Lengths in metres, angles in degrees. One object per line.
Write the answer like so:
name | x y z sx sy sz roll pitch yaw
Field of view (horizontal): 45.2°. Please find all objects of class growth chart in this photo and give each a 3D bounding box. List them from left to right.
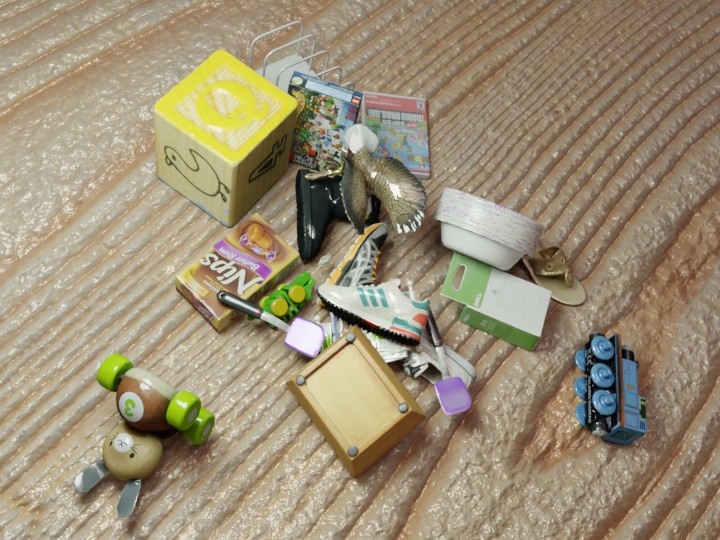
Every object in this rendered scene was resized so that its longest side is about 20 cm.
growth chart | 0.014 0.103 1.499 0.197 0.018 0.147 -18 75 4

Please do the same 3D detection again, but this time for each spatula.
spatula | -0.154 0.082 1.463 0.198 0.021 0.057 27 73 0
spatula | 0.138 0.146 1.477 0.056 0.021 0.203 -11 73 -17

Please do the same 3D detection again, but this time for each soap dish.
soap dish | -0.010 0.209 1.422 0.157 0.081 0.201 -38 72 -5

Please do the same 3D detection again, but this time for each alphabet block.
alphabet block | -0.248 -0.241 1.590 0.194 0.201 0.197 33 59 9

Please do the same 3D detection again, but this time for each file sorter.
file sorter | -0.122 -0.383 1.743 0.138 0.125 0.201 -29 69 -25

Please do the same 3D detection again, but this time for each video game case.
video game case | 0.070 -0.281 1.784 0.140 0.018 0.203 5 60 -9

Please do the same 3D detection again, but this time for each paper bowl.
paper bowl | 0.230 -0.070 1.601 0.198 0.201 0.106 22 92 2

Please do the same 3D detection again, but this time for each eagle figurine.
eagle figurine | 0.015 -0.150 1.551 0.152 0.151 0.200 -43 37 -1

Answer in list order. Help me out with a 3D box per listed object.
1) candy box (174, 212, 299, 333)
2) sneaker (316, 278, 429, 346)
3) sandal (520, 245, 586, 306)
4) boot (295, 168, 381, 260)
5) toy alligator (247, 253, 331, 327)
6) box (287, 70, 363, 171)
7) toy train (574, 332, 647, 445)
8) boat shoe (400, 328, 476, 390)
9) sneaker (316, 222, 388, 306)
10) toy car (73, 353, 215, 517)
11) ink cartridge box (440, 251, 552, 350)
candy box | -0.218 0.002 1.541 0.116 0.057 0.200 42 63 12
sneaker | 0.026 0.051 1.471 0.197 0.070 0.094 23 73 12
sandal | 0.357 -0.023 1.661 0.077 0.070 0.212 -36 73 -27
boot | -0.040 -0.108 1.635 0.160 0.074 0.201 5 61 -16
toy alligator | -0.114 0.046 1.539 0.199 0.059 0.055 -37 113 -27
box | -0.079 -0.273 1.642 0.134 0.201 0.038 17 54 0
toy train | 0.447 0.208 1.542 0.113 0.087 0.203 17 56 -12
boat shoe | 0.106 0.154 1.513 0.199 0.071 0.070 36 57 3
sneaker | 0.000 0.000 1.578 0.077 0.078 0.201 32 69 6
toy car | -0.349 0.261 1.320 0.162 0.158 0.202 23 70 17
ink cartridge box | 0.245 0.056 1.599 0.197 0.060 0.105 22 58 2
